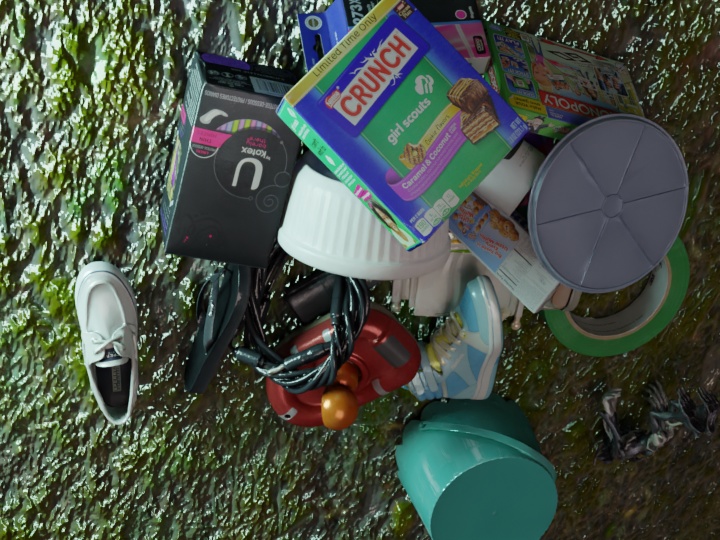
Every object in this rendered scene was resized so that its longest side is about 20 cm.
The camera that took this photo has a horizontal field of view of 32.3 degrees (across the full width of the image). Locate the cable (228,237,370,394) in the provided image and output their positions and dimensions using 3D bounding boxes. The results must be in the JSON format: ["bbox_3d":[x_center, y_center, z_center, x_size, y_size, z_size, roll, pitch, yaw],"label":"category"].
[{"bbox_3d":[-0.066,0.039,1.449,0.202,0.162,0.051,-62,154,6],"label":"cable"}]

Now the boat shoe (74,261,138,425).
[{"bbox_3d":[-0.290,0.088,1.457,0.073,0.066,0.202,-12,120,-8],"label":"boat shoe"}]

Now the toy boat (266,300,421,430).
[{"bbox_3d":[-0.026,0.136,1.496,0.199,0.132,0.130,-29,123,29],"label":"toy boat"}]

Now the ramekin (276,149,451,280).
[{"bbox_3d":[0.008,-0.072,1.370,0.199,0.203,0.095,0,115,-15],"label":"ramekin"}]

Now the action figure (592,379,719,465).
[{"bbox_3d":[0.383,0.201,1.675,0.118,0.103,0.199,-8,166,-41],"label":"action figure"}]

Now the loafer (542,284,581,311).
[{"bbox_3d":[0.230,-0.043,1.425,0.062,0.072,0.203,-3,117,-17],"label":"loafer"}]

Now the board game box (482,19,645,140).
[{"bbox_3d":[0.227,-0.200,1.387,0.198,0.136,0.029,11,138,-25],"label":"board game box"}]

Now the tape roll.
[{"bbox_3d":[0.319,0.012,1.585,0.197,0.048,0.203,-6,120,-11],"label":"tape roll"}]

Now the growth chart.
[{"bbox_3d":[0.130,0.002,1.548,0.197,0.018,0.146,7,116,-18],"label":"growth chart"}]

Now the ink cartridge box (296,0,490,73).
[{"bbox_3d":[0.035,-0.253,1.340,0.197,0.096,0.037,-6,154,-10],"label":"ink cartridge box"}]

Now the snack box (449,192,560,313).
[{"bbox_3d":[0.153,-0.045,1.437,0.024,0.200,0.072,-24,155,-51],"label":"snack box"}]

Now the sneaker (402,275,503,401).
[{"bbox_3d":[0.104,0.094,1.540,0.129,0.080,0.202,-7,132,-9],"label":"sneaker"}]

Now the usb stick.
[{"bbox_3d":[0.000,0.000,1.495,0.198,0.033,0.056,-29,121,8],"label":"usb stick"}]

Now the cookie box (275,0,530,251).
[{"bbox_3d":[0.042,-0.151,1.257,0.200,0.075,0.171,45,76,-3],"label":"cookie box"}]

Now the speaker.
[{"bbox_3d":[0.110,-0.148,1.376,0.199,0.081,0.082,37,107,2],"label":"speaker"}]

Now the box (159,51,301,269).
[{"bbox_3d":[-0.141,-0.119,1.359,0.121,0.106,0.202,8,116,-17],"label":"box"}]

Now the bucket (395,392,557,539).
[{"bbox_3d":[0.157,0.276,1.635,0.204,0.135,0.210,-7,121,-12],"label":"bucket"}]

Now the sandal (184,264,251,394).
[{"bbox_3d":[-0.175,0.060,1.465,0.042,0.076,0.202,14,114,-23],"label":"sandal"}]

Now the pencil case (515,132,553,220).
[{"bbox_3d":[0.194,-0.131,1.455,0.087,0.089,0.202,-23,122,-1],"label":"pencil case"}]

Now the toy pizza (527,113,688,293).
[{"bbox_3d":[0.270,-0.074,1.366,0.197,0.032,0.203,-6,109,-18],"label":"toy pizza"}]
